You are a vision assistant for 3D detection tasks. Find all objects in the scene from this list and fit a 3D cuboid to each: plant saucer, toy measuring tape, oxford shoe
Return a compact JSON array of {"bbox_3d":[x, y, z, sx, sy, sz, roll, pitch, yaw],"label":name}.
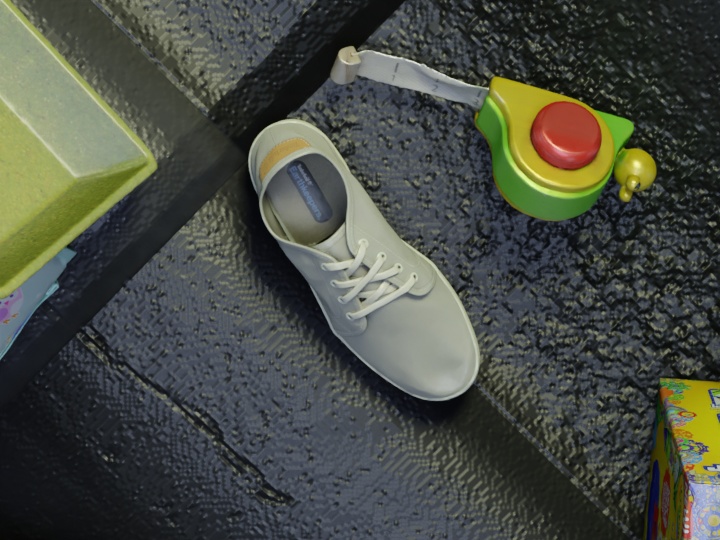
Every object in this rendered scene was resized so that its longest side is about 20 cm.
[{"bbox_3d":[-0.235,-0.083,1.495,0.200,0.200,0.048,47,123,-2],"label":"plant saucer"},{"bbox_3d":[0.076,-0.074,1.554,0.199,0.074,0.074,15,105,-6],"label":"toy measuring tape"},{"bbox_3d":[0.000,0.000,1.585,0.075,0.058,0.200,-34,104,7],"label":"oxford shoe"}]

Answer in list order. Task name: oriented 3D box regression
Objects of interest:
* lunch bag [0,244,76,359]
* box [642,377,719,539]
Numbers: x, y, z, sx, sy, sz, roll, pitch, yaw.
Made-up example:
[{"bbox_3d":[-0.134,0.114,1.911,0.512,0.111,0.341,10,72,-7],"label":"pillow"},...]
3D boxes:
[{"bbox_3d":[-0.288,0.003,1.559,0.200,0.122,0.171,33,99,-22],"label":"lunch bag"},{"bbox_3d":[0.231,0.189,1.562,0.121,0.193,0.201,4,104,0],"label":"box"}]
